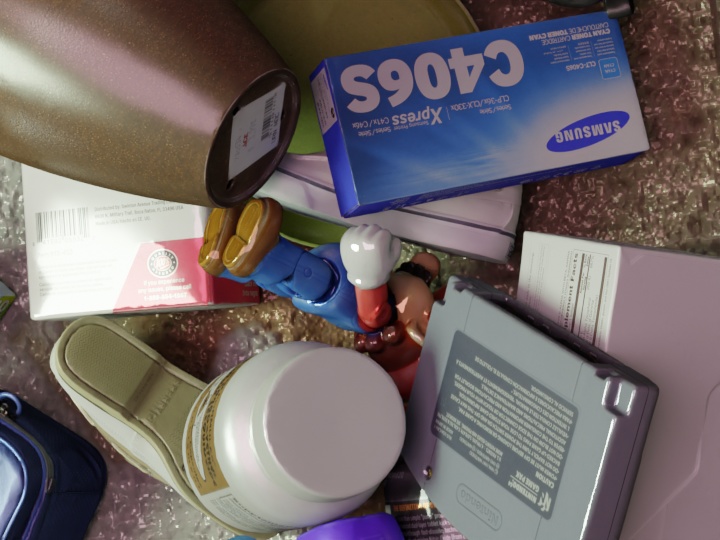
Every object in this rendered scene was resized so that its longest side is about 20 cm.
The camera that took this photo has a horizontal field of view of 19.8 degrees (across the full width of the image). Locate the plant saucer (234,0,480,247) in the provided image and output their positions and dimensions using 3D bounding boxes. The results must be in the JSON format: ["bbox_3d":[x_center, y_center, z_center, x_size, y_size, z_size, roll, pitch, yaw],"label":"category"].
[{"bbox_3d":[-0.010,-0.114,1.366,0.198,0.031,0.202,0,105,0],"label":"plant saucer"}]

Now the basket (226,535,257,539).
[{"bbox_3d":[-0.079,0.281,1.346,0.176,0.139,0.201,-30,86,43],"label":"basket"}]

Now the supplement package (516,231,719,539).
[{"bbox_3d":[0.174,0.088,1.238,0.111,0.154,0.202,14,96,63],"label":"supplement package"}]

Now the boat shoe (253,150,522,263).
[{"bbox_3d":[0.008,-0.058,1.330,0.198,0.072,0.066,15,87,-1],"label":"boat shoe"}]

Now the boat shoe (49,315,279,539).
[{"bbox_3d":[-0.127,0.108,1.421,0.200,0.068,0.075,44,72,-2],"label":"boat shoe"}]

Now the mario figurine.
[{"bbox_3d":[0.000,0.000,1.327,0.106,0.199,0.124,-51,30,21],"label":"mario figurine"}]

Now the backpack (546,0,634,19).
[{"bbox_3d":[0.100,-0.280,1.298,0.198,0.154,0.192,18,79,25],"label":"backpack"}]

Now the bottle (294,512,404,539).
[{"bbox_3d":[0.009,0.253,1.264,0.083,0.065,0.202,-38,61,61],"label":"bottle"}]

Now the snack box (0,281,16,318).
[{"bbox_3d":[-0.344,0.055,1.441,0.053,0.200,0.143,39,103,19],"label":"snack box"}]

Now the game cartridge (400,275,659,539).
[{"bbox_3d":[0.091,0.095,1.186,0.200,0.041,0.135,34,117,56],"label":"game cartridge"}]

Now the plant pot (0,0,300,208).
[{"bbox_3d":[-0.140,-0.125,1.272,0.199,0.187,0.188,29,100,23],"label":"plant pot"}]

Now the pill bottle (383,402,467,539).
[{"bbox_3d":[0.071,0.180,1.319,0.105,0.106,0.202,-8,86,22],"label":"pill bottle"}]

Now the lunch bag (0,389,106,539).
[{"bbox_3d":[-0.279,0.174,1.449,0.135,0.132,0.202,27,99,20],"label":"lunch bag"}]

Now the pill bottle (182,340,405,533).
[{"bbox_3d":[-0.041,0.105,1.303,0.113,0.200,0.116,3,80,-15],"label":"pill bottle"}]

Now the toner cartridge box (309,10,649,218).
[{"bbox_3d":[0.075,-0.099,1.297,0.198,0.043,0.096,-12,84,-17],"label":"toner cartridge box"}]

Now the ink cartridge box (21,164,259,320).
[{"bbox_3d":[-0.155,-0.071,1.428,0.143,0.084,0.202,-5,87,22],"label":"ink cartridge box"}]
